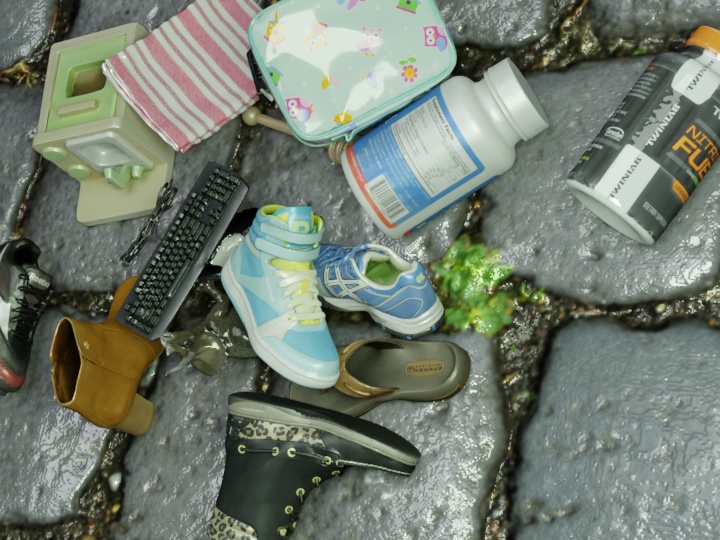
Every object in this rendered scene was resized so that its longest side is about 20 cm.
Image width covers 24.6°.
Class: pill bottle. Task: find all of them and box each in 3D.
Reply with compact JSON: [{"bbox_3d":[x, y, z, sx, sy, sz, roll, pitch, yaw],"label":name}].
[{"bbox_3d":[0.088,-0.128,1.684,0.199,0.112,0.113,-32,55,13],"label":"pill bottle"},{"bbox_3d":[0.292,-0.133,1.566,0.106,0.106,0.200,35,88,38],"label":"pill bottle"}]

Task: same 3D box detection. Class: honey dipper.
[{"bbox_3d":[-0.062,-0.150,1.837,0.199,0.038,0.038,21,79,41],"label":"honey dipper"}]

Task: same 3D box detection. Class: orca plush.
[{"bbox_3d":[-0.145,-0.044,1.784,0.199,0.071,0.105,-14,26,26],"label":"orca plush"}]

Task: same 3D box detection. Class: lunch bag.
[{"bbox_3d":[-0.010,-0.222,1.693,0.199,0.077,0.161,-27,93,-2],"label":"lunch bag"}]

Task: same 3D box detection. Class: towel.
[{"bbox_3d":[-0.176,-0.237,1.879,0.200,0.030,0.146,-38,73,-20],"label":"towel"}]

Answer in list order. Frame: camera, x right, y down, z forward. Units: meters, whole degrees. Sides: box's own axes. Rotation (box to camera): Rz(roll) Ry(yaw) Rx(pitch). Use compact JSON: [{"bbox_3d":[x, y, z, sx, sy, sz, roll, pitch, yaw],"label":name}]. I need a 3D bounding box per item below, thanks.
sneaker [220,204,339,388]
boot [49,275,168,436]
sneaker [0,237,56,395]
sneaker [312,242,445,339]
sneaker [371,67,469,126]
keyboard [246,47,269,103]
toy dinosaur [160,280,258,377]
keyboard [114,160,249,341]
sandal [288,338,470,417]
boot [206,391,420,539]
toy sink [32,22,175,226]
[{"bbox_3d":[-0.065,0.013,1.642,0.200,0.079,0.131,52,128,36],"label":"sneaker"},{"bbox_3d":[-0.276,0.072,1.787,0.070,0.144,0.202,-16,60,23],"label":"boot"},{"bbox_3d":[-0.404,0.045,1.923,0.098,0.071,0.201,-24,56,22],"label":"sneaker"},{"bbox_3d":[0.000,0.000,1.683,0.199,0.077,0.076,18,49,34],"label":"sneaker"},{"bbox_3d":[0.018,-0.186,1.777,0.199,0.066,0.079,0,104,5],"label":"sneaker"},{"bbox_3d":[-0.028,-0.249,1.831,0.199,0.040,0.105,-22,60,5],"label":"keyboard"},{"bbox_3d":[-0.116,0.058,1.752,0.199,0.077,0.103,-11,62,-9],"label":"toy dinosaur"},{"bbox_3d":[-0.206,-0.029,1.774,0.127,0.021,0.201,24,81,44],"label":"keyboard"},{"bbox_3d":[0.012,0.104,1.653,0.199,0.055,0.082,-7,64,28],"label":"sandal"},{"bbox_3d":[-0.051,0.215,1.633,0.202,0.073,0.155,15,94,14],"label":"boot"},{"bbox_3d":[-0.299,-0.172,1.939,0.130,0.112,0.201,-9,63,28],"label":"toy sink"}]
